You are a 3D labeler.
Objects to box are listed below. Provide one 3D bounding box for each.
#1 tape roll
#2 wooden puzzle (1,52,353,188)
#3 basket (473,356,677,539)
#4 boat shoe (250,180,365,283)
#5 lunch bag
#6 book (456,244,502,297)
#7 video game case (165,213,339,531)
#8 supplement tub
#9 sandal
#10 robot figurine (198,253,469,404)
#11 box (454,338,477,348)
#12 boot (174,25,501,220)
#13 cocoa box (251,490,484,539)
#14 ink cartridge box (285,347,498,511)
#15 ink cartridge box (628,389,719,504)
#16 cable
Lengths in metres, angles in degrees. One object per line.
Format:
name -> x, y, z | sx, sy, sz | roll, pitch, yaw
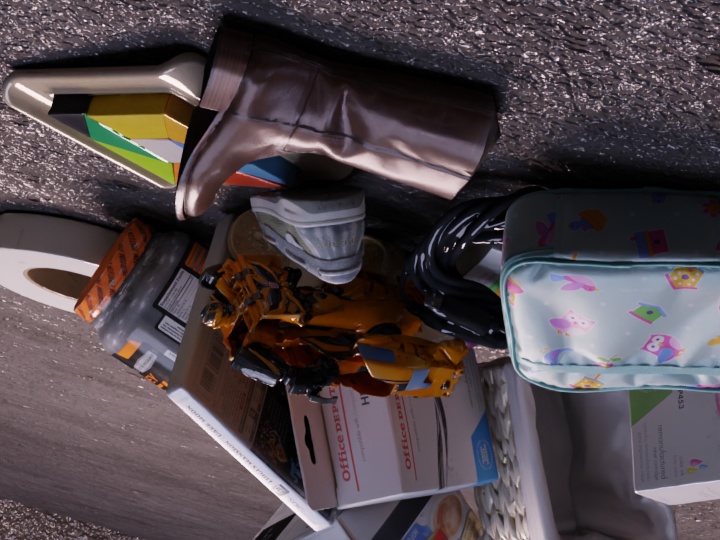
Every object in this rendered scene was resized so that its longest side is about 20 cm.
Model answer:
tape roll -> -0.251, 0.000, 1.983 | 0.202, 0.037, 0.203 | 13, 164, 4
wooden puzzle -> -0.132, -0.097, 1.555 | 0.199, 0.037, 0.185 | -3, 157, 43
basket -> 0.171, 0.162, 1.855 | 0.135, 0.201, 0.123 | -11, -178, -29
boat shoe -> -0.034, -0.029, 1.581 | 0.074, 0.065, 0.202 | -8, -175, -13
lunch bag -> 0.198, 0.020, 1.510 | 0.199, 0.077, 0.161 | 2, 139, 10
book -> 0.169, 0.019, 1.698 | 0.199, 0.048, 0.134 | 17, 160, -15
video game case -> -0.069, 0.080, 1.744 | 0.023, 0.200, 0.182 | -27, 122, 31
supplement tub -> -0.135, 0.049, 1.853 | 0.200, 0.123, 0.123 | 35, 160, -8
sandal -> -0.002, 0.005, 1.727 | 0.211, 0.078, 0.070 | 22, 169, -11
robot figurine -> -0.025, 0.038, 1.627 | 0.199, 0.145, 0.058 | 10, 124, -31
box -> 0.023, 0.039, 1.886 | 0.136, 0.039, 0.200 | 18, 164, -13
boot -> -0.016, -0.073, 1.442 | 0.199, 0.064, 0.187 | 12, 146, -9
cocoa box -> 0.000, 0.243, 1.838 | 0.133, 0.200, 0.132 | -30, 98, 28
ink cartridge box -> 0.027, 0.126, 1.754 | 0.068, 0.117, 0.200 | -16, 172, 31
ink cartridge box -> 0.311, 0.109, 1.687 | 0.199, 0.118, 0.067 | -12, 159, 29
cable -> 0.136, 0.003, 1.598 | 0.199, 0.051, 0.163 | 18, 138, -12
